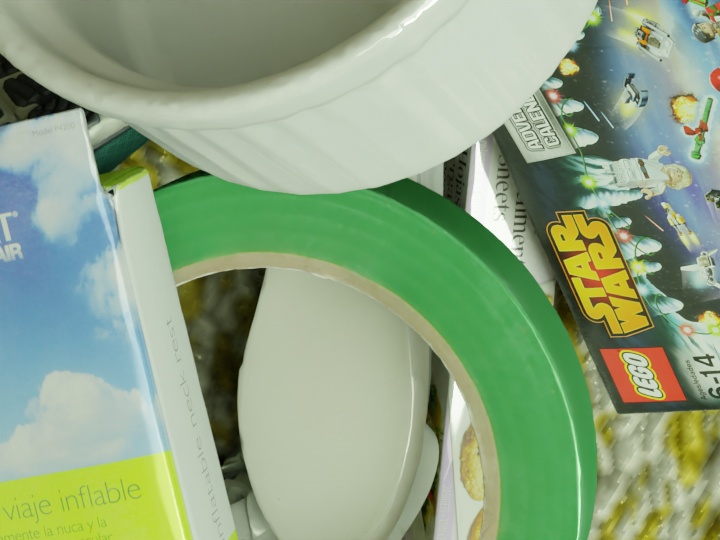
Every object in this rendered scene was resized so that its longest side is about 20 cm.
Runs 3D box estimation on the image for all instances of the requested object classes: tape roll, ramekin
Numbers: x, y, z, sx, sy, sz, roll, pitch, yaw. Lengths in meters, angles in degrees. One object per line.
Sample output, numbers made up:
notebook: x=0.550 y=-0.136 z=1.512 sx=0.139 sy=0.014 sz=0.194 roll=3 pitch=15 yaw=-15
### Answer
tape roll: x=-0.024 y=0.064 z=0.811 sx=0.199 sy=0.048 sz=0.202 roll=2 pitch=99 yaw=11
ramekin: x=-0.018 y=-0.120 z=0.746 sx=0.200 sy=0.200 sz=0.098 roll=-46 pitch=149 yaw=1

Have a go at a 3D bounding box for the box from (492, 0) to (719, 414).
box: x=0.117 y=-0.040 z=0.836 sx=0.040 sy=0.136 sz=0.201 roll=-57 pitch=131 yaw=-42

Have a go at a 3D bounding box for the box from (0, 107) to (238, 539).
box: x=-0.109 y=0.056 z=0.777 sx=0.121 sy=0.048 sz=0.201 roll=-11 pitch=98 yaw=14

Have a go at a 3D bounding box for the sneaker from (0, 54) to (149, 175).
sneaker: x=-0.140 y=-0.005 z=0.854 sx=0.200 sy=0.078 sz=0.080 roll=-40 pitch=127 yaw=7

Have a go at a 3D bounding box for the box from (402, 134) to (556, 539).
box: x=0.045 y=0.026 z=0.923 sx=0.041 sy=0.039 sz=0.201 roll=1 pitch=106 yaw=-18

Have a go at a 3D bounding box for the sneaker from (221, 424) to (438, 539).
sneaker: x=-0.075 y=0.093 z=0.891 sx=0.200 sy=0.074 sz=0.116 roll=-41 pitch=115 yaw=-1

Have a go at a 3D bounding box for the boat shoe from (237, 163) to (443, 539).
boat shoe: x=0.000 y=0.000 z=0.871 sx=0.072 sy=0.068 sz=0.201 roll=-6 pitch=86 yaw=30
